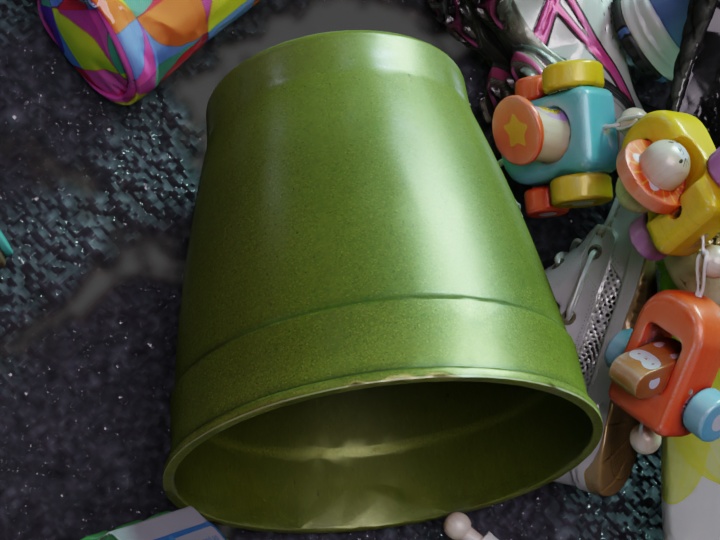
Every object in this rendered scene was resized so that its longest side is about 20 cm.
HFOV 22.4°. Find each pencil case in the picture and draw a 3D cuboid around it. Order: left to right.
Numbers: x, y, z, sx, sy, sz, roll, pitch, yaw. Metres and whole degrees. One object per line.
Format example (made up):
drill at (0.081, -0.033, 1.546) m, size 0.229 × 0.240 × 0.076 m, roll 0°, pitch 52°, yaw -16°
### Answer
pencil case at (-0.077, -0.171, 0.923) m, size 0.200 × 0.088 × 0.088 m, roll -40°, pitch 89°, yaw -22°

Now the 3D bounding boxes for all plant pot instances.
plant pot at (0.000, 0.000, 0.855) m, size 0.199 × 0.201 × 0.194 m, roll 0°, pitch 64°, yaw -15°

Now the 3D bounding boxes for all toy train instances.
toy train at (0.108, -0.014, 0.858) m, size 0.055 × 0.151 × 0.200 m, roll 3°, pitch 29°, yaw -40°

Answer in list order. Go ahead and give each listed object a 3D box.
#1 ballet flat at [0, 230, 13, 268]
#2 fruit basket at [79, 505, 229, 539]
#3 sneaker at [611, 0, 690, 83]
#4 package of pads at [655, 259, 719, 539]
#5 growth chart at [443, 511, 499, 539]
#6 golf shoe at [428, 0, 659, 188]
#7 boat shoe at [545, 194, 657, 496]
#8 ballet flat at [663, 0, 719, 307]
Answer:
ballet flat at (-0.242, -0.068, 0.865) m, size 0.068 × 0.068 × 0.201 m, roll -32°, pitch 76°, yaw -10°
fruit basket at (-0.048, 0.185, 0.768) m, size 0.199 × 0.185 × 0.094 m, roll 31°, pitch 104°, yaw 20°
sneaker at (0.220, -0.160, 0.983) m, size 0.200 × 0.077 × 0.076 m, roll -36°, pitch 93°, yaw -43°
package of pads at (0.244, 0.068, 0.876) m, size 0.199 × 0.068 × 0.156 m, roll 0°, pitch 90°, yaw 20°
growth chart at (0.045, 0.232, 0.875) m, size 0.144 × 0.018 × 0.201 m, roll 31°, pitch 80°, yaw -3°
golf shoe at (0.091, -0.145, 0.972) m, size 0.092 × 0.072 × 0.201 m, roll -24°, pitch 93°, yaw -30°
boat shoe at (0.123, 0.012, 0.937) m, size 0.069 × 0.071 × 0.201 m, roll 10°, pitch 72°, yaw 28°
ballet flat at (0.172, -0.080, 0.861) m, size 0.066 × 0.057 × 0.202 m, roll 5°, pitch 81°, yaw 17°
